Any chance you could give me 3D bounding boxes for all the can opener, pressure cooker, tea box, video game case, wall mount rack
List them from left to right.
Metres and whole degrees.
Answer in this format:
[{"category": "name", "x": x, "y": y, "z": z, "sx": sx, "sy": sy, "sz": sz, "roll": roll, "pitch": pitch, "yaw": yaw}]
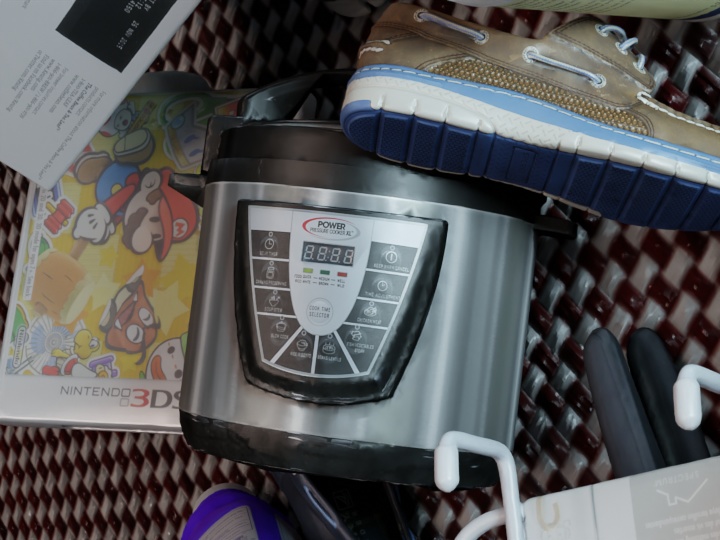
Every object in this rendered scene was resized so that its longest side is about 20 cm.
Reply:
[{"category": "tea box", "x": -0.151, "y": -0.193, "z": 0.940, "sx": 0.200, "sy": 0.133, "sz": 0.198, "roll": -41, "pitch": 21, "yaw": 45}, {"category": "video game case", "x": -0.121, "y": -0.007, "z": 0.983, "sx": 0.180, "sy": 0.023, "sz": 0.202, "roll": 0, "pitch": 74, "yaw": 24}, {"category": "pressure cooker", "x": -0.001, "y": 0.000, "z": 0.849, "sx": 0.178, "sy": 0.174, "sz": 0.203, "roll": 5, "pitch": 86, "yaw": 53}, {"category": "wall mount rack", "x": 0.096, "y": 0.136, "z": 0.646, "sx": 0.199, "sy": 0.074, "sz": 0.176, "roll": -19, "pitch": 66, "yaw": 35}, {"category": "can opener", "x": 0.144, "y": 0.116, "z": 0.764, "sx": 0.078, "sy": 0.063, "sz": 0.202, "roll": -37, "pitch": 63, "yaw": 42}]

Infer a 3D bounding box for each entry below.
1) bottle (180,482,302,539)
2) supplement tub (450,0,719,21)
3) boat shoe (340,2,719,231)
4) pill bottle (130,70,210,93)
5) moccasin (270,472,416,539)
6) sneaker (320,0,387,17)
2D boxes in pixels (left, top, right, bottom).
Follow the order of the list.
[{"category": "bottle", "x": -0.071, "y": 0.179, "z": 0.995, "sx": 0.084, "sy": 0.065, "sz": 0.200, "roll": -48, "pitch": 14, "yaw": 2}, {"category": "supplement tub", "x": 0.089, "y": -0.181, "z": 0.705, "sx": 0.144, "sy": 0.198, "sz": 0.147, "roll": 5, "pitch": 96, "yaw": 52}, {"category": "boat shoe", "x": 0.094, "y": -0.073, "z": 0.746, "sx": 0.072, "sy": 0.198, "sz": 0.073, "roll": 112, "pitch": 173, "yaw": -72}, {"category": "pill bottle", "x": -0.117, "y": -0.015, "z": 1.065, "sx": 0.109, "sy": 0.109, "sz": 0.202, "roll": -30, "pitch": 69, "yaw": 50}, {"category": "moccasin", "x": -0.009, "y": 0.104, "z": 0.966, "sx": 0.201, "sy": 0.080, "sz": 0.068, "roll": 59, "pitch": 147, "yaw": 13}, {"category": "sneaker", "x": 0.003, "y": -0.217, "z": 0.907, "sx": 0.078, "sy": 0.090, "sz": 0.201, "roll": 58, "pitch": 134, "yaw": 31}]
